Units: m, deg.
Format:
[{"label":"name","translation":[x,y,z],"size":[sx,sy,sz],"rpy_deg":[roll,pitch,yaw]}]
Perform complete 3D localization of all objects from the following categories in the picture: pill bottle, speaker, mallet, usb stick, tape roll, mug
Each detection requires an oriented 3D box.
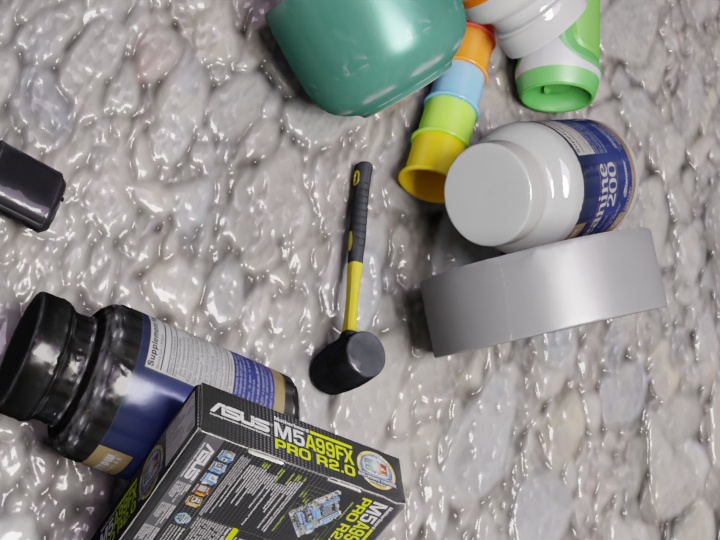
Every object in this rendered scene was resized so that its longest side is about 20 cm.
[{"label":"pill bottle","translation":[0.110,-0.290,0.980],"size":[0.113,0.112,0.201],"rpy_deg":[-48,111,-29]},{"label":"pill bottle","translation":[-0.150,0.093,0.805],"size":[0.198,0.111,0.114],"rpy_deg":[25,68,-24]},{"label":"speaker","translation":[0.191,-0.261,1.097],"size":[0.087,0.088,0.204],"rpy_deg":[11,74,-28]},{"label":"mallet","translation":[0.000,0.000,0.940],"size":[0.041,0.066,0.204],"rpy_deg":[17,71,-27]},{"label":"usb stick","translation":[-0.300,-0.089,0.797],"size":[0.198,0.033,0.056],"rpy_deg":[29,44,-23]},{"label":"tape roll","translation":[0.150,0.020,0.945],"size":[0.197,0.199,0.067],"rpy_deg":[-9,83,-31]},{"label":"pill bottle","translation":[0.156,-0.073,0.984],"size":[0.199,0.110,0.113],"rpy_deg":[-13,86,-54]},{"label":"mug","translation":[0.023,-0.205,0.946],"size":[0.184,0.151,0.116],"rpy_deg":[-36,101,-31]}]

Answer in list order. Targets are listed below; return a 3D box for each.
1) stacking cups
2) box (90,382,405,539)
[{"label":"stacking cups","translation":[0.084,-0.164,1.030],"size":[0.060,0.060,0.203],"rpy_deg":[24,66,-24]},{"label":"box","translation":[-0.087,0.182,0.782],"size":[0.158,0.201,0.045],"rpy_deg":[23,31,-23]}]
